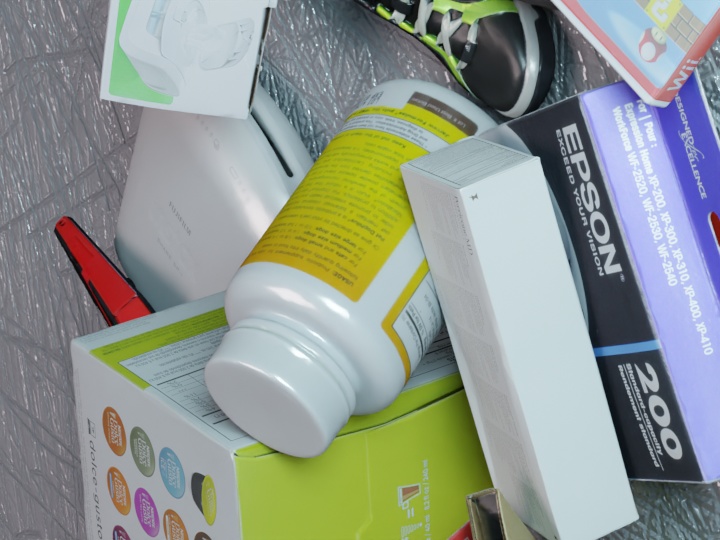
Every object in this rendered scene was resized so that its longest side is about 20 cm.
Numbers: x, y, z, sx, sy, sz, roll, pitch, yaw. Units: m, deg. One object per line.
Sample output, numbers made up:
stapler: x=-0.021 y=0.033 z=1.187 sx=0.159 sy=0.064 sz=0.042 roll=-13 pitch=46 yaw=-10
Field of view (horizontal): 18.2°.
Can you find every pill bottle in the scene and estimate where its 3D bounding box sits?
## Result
pill bottle: x=0.000 y=0.000 z=1.213 sx=0.109 sy=0.201 sz=0.110 roll=26 pitch=150 yaw=16

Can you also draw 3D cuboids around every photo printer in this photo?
photo printer: x=-0.091 y=-0.035 z=1.487 sx=0.167 sy=0.069 sz=0.201 roll=54 pitch=144 yaw=29

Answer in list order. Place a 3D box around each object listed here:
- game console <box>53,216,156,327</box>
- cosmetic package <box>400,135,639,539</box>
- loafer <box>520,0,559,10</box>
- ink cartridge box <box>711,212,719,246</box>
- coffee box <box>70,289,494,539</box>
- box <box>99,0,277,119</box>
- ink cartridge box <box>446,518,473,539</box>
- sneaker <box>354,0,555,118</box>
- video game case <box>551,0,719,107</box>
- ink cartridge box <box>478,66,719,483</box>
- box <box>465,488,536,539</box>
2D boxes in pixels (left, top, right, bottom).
game console: x=-0.141 y=0.070 z=1.575 sx=0.177 sy=0.031 sz=0.201 roll=49 pitch=167 yaw=54
cosmetic package: x=0.083 y=0.036 z=1.152 sx=0.082 sy=0.050 sz=0.202 roll=-148 pitch=39 yaw=-67
loafer: x=0.123 y=-0.155 z=1.102 sx=0.199 sy=0.073 sz=0.072 roll=28 pitch=160 yaw=43
ink cartridge box: x=0.218 y=0.040 z=1.047 sx=0.173 sy=0.043 sz=0.202 roll=-4 pitch=100 yaw=57
coffee box: x=-0.036 y=0.134 z=1.349 sx=0.197 sy=0.199 sz=0.201 roll=27 pitch=127 yaw=50
box: x=-0.090 y=-0.221 z=1.307 sx=0.177 sy=0.096 sz=0.201 roll=-90 pitch=10 yaw=-49
ink cartridge box: x=0.086 y=0.218 z=1.218 sx=0.044 sy=0.200 sz=0.178 roll=0 pitch=94 yaw=14
sneaker: x=0.026 y=-0.149 z=1.230 sx=0.200 sy=0.082 sz=0.072 roll=52 pitch=143 yaw=33
video game case: x=0.147 y=-0.195 z=1.006 sx=0.143 sy=0.017 sz=0.201 roll=52 pitch=121 yaw=32
ink cartridge box: x=0.138 y=0.007 z=1.113 sx=0.200 sy=0.043 sz=0.200 roll=71 pitch=162 yaw=-1
box: x=0.111 y=0.225 z=1.164 sx=0.200 sy=0.021 sz=0.164 roll=52 pitch=-158 yaw=-48
